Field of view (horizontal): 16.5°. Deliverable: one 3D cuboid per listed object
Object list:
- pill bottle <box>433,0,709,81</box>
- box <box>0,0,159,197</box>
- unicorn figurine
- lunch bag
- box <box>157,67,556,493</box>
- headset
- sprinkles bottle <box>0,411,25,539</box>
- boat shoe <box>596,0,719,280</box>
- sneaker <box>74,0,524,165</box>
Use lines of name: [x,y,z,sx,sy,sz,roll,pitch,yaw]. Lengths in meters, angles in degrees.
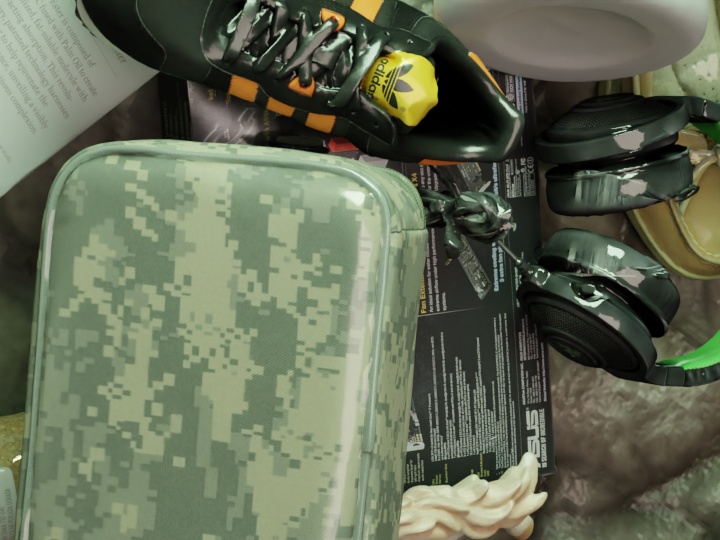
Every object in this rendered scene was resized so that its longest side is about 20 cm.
pill bottle: [0.090,-0.188,1.023,0.112,0.112,0.200,10,73,-22]
box: [-0.112,-0.147,0.960,0.200,0.097,0.124,-39,132,-12]
unicorn figurine: [0.020,0.177,1.068,0.137,0.074,0.200,-11,106,-36]
lunch bag: [-0.043,0.049,0.946,0.139,0.168,0.200,5,94,12]
box: [0.000,0.000,1.067,0.157,0.050,0.200,-8,100,-19]
headset: [0.109,-0.016,1.033,0.200,0.094,0.124,7,90,-29]
sprinkles bottle: [-0.194,0.100,0.997,0.200,0.068,0.068,-9,100,-20]
boat shoe: [0.149,-0.092,1.104,0.073,0.063,0.201,-10,100,-19]
sneaker: [-0.015,-0.087,0.933,0.200,0.090,0.070,19,96,-49]
